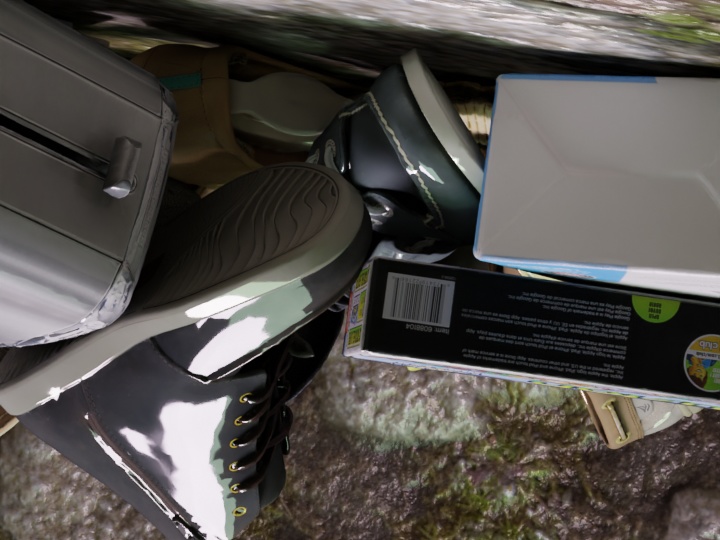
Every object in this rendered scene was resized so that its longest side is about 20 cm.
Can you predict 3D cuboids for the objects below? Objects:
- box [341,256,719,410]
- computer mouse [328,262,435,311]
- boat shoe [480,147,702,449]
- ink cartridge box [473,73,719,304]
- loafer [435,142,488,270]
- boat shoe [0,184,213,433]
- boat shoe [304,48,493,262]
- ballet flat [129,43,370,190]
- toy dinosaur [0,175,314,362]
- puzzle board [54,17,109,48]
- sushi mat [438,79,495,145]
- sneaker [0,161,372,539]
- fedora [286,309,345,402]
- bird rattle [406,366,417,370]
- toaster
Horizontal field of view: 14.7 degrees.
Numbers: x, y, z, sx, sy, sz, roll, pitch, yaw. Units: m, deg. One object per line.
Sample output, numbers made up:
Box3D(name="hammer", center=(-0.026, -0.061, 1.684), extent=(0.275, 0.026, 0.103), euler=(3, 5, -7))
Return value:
Box3D(name="box", center=(0.096, 0.027, 1.017), extent=(0.198, 0.035, 0.110), euler=(8, 177, -3))
Box3D(name="computer mouse", center=(0.000, 0.000, 1.207), extent=(0.058, 0.034, 0.200), euler=(36, -175, 24))
Box3D(name="boat shoe", center=(0.092, 0.021, 1.264), extent=(0.200, 0.066, 0.074), euler=(45, -169, -40))
Box3D(name="ink cartridge box", center=(0.140, -0.020, 0.998), extent=(0.115, 0.067, 0.200), euler=(4, 175, 32))
Box3D(name="loafer", center=(0.056, -0.017, 1.307), extent=(0.199, 0.072, 0.073), euler=(15, 159, -32))
Box3D(name="boat shoe", center=(-0.130, -0.004, 1.241), extent=(0.074, 0.201, 0.066), euler=(41, 163, -19))
Box3D(name="boat shoe", center=(0.012, -0.030, 1.035), extent=(0.062, 0.073, 0.200), euler=(-29, 176, -3))
Box3D(name="ballet flat", center=(-0.016, -0.051, 1.141), extent=(0.063, 0.069, 0.199), euler=(-13, 166, 36))
Box3D(name="toy dinosaur", center=(-0.101, -0.008, 1.127), extent=(0.077, 0.103, 0.199), euler=(-10, -157, -39))
Box3D(name="puzzle board", center=(-0.200, -0.106, 1.156), extent=(0.150, 0.018, 0.200), euler=(9, 179, -20))
Box3D(name="sushi mat", center=(0.077, -0.058, 1.158), extent=(0.095, 0.012, 0.200), euler=(11, 179, 3))
Box3D(name="sneaker", center=(-0.041, 0.034, 1.042), extent=(0.106, 0.075, 0.199), euler=(44, 139, -18))
Box3D(name="fedora", center=(-0.096, -0.019, 1.420), extent=(0.199, 0.202, 0.092), euler=(10, 152, -9))
Box3D(name="bird rattle", center=(0.112, -0.004, 1.476), extent=(0.198, 0.114, 0.163), euler=(7, 162, -1))
Box3D(name="toaster", center=(-0.158, -0.037, 1.027), extent=(0.129, 0.114, 0.199), euler=(25, 160, -31))
